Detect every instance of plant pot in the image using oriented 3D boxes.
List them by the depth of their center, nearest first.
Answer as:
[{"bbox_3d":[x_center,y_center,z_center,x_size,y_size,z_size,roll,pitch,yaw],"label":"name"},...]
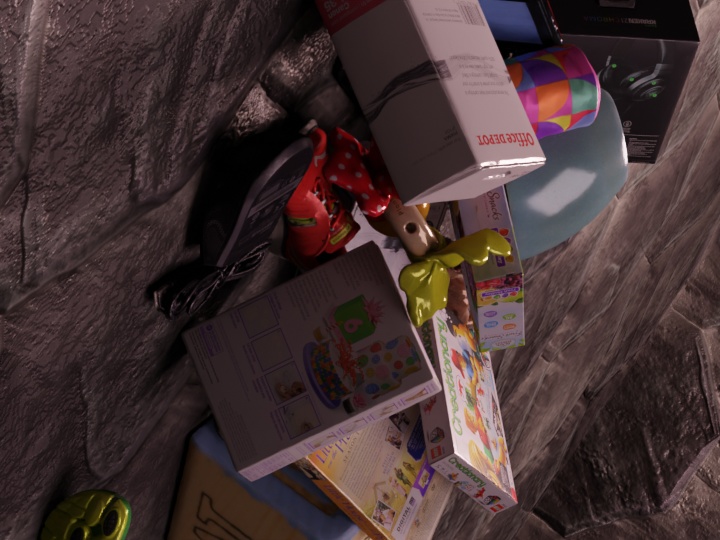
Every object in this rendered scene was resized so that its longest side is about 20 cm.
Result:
[{"bbox_3d":[0.196,-0.121,1.860,0.133,0.202,0.201,-12,155,-1],"label":"plant pot"}]

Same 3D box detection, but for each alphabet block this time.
[{"bbox_3d":[-0.066,0.245,1.925,0.195,0.196,0.201,-36,153,-42],"label":"alphabet block"}]

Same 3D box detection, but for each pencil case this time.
[{"bbox_3d":[0.124,-0.151,1.712,0.198,0.089,0.089,-16,148,-15],"label":"pencil case"}]

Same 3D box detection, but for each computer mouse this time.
[{"bbox_3d":[-0.107,-0.053,1.559,0.138,0.053,0.201,-32,161,-47],"label":"computer mouse"}]

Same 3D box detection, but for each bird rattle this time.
[{"bbox_3d":[0.028,-0.054,1.635,0.113,0.200,0.163,-43,-157,4],"label":"bird rattle"}]

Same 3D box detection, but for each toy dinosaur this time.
[{"bbox_3d":[0.071,0.022,1.948,0.134,0.087,0.200,15,138,-31],"label":"toy dinosaur"}]

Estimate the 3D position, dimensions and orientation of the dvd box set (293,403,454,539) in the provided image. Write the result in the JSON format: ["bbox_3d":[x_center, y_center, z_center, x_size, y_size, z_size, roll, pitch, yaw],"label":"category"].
[{"bbox_3d":[0.021,0.179,1.804,0.200,0.029,0.147,47,55,-34],"label":"dvd box set"}]

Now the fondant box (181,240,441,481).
[{"bbox_3d":[-0.045,0.083,1.665,0.198,0.145,0.058,-26,160,4],"label":"fondant box"}]

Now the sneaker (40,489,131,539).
[{"bbox_3d":[-0.250,0.258,1.688,0.083,0.074,0.201,-34,161,-43],"label":"sneaker"}]

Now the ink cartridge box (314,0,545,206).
[{"bbox_3d":[0.058,-0.161,1.517,0.082,0.202,0.146,-26,172,28],"label":"ink cartridge box"}]

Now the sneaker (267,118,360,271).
[{"bbox_3d":[-0.037,-0.061,1.654,0.077,0.085,0.201,-48,160,-22],"label":"sneaker"}]

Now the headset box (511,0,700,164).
[{"bbox_3d":[0.253,-0.218,1.961,0.201,0.172,0.093,101,-12,-50],"label":"headset box"}]

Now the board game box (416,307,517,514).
[{"bbox_3d":[0.101,0.134,1.865,0.034,0.202,0.126,-27,139,22],"label":"board game box"}]

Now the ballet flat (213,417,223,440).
[{"bbox_3d":[-0.067,0.106,1.864,0.199,0.068,0.076,-27,154,-37],"label":"ballet flat"}]

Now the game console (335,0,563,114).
[{"bbox_3d":[0.088,-0.197,1.697,0.200,0.170,0.120,42,57,-72],"label":"game console"}]

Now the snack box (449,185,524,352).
[{"bbox_3d":[0.118,-0.043,1.780,0.052,0.202,0.143,-10,150,1],"label":"snack box"}]

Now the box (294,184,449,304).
[{"bbox_3d":[0.000,0.000,1.798,0.116,0.060,0.202,-3,125,-32],"label":"box"}]
